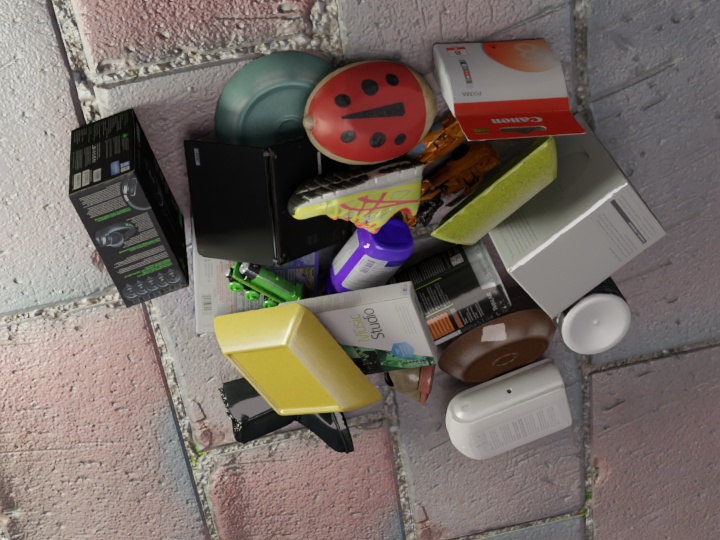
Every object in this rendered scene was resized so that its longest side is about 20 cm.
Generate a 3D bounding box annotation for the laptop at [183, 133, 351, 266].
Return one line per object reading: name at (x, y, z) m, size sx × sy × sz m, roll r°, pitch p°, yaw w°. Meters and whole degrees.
laptop at (-0.122, -0.109, 1.661) m, size 0.199 × 0.103 × 0.179 m, roll -22°, pitch 126°, yaw -29°

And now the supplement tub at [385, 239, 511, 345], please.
supplement tub at (0.112, 0.043, 1.797) m, size 0.199 × 0.123 × 0.123 m, roll -25°, pitch 125°, yaw 5°

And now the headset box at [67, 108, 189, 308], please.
headset box at (-0.300, -0.077, 1.594) m, size 0.092 × 0.175 × 0.201 m, roll -19°, pitch 125°, yaw 2°

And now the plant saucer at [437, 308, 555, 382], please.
plant saucer at (0.216, 0.124, 1.869) m, size 0.199 × 0.037 × 0.201 m, roll -17°, pitch 155°, yaw -8°

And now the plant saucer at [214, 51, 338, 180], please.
plant saucer at (-0.097, -0.196, 1.644) m, size 0.198 × 0.036 × 0.201 m, roll -6°, pitch 125°, yaw -9°

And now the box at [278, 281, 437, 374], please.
box at (-0.003, 0.091, 1.724) m, size 0.198 × 0.037 × 0.145 m, roll -9°, pitch 133°, yaw 16°

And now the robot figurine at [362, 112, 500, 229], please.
robot figurine at (0.090, -0.133, 1.712) m, size 0.199 × 0.058 × 0.145 m, roll -37°, pitch 122°, yaw 12°

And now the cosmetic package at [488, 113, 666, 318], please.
cosmetic package at (0.287, -0.077, 1.706) m, size 0.199 × 0.200 × 0.123 m, roll -37°, pitch 123°, yaw 13°

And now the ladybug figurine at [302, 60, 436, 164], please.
ladybug figurine at (0.019, -0.208, 1.604) m, size 0.199 × 0.072 × 0.137 m, roll -16°, pitch 102°, yaw -25°

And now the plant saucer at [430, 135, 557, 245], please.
plant saucer at (0.193, -0.104, 1.628) m, size 0.199 × 0.200 × 0.048 m, roll -39°, pitch 91°, yaw 13°

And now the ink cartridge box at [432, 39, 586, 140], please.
ink cartridge box at (0.190, -0.238, 1.577) m, size 0.161 × 0.201 × 0.051 m, roll -4°, pitch 123°, yaw -10°

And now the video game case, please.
video game case at (-0.151, -0.007, 1.752) m, size 0.179 × 0.046 × 0.201 m, roll -3°, pitch 124°, yaw -9°

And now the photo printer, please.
photo printer at (0.236, 0.230, 1.959) m, size 0.198 × 0.070 × 0.167 m, roll -22°, pitch 147°, yaw 3°

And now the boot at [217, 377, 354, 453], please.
boot at (-0.115, 0.229, 1.898) m, size 0.167 × 0.077 × 0.201 m, roll -24°, pitch 118°, yaw 0°

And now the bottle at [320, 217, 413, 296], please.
bottle at (0.000, 0.000, 1.746) m, size 0.083 × 0.066 × 0.200 m, roll 4°, pitch 146°, yaw -28°

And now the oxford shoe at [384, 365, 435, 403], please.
oxford shoe at (0.074, 0.158, 1.858) m, size 0.074 × 0.071 × 0.200 m, roll 10°, pitch 166°, yaw 3°

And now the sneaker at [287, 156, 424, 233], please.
sneaker at (-0.001, -0.087, 1.624) m, size 0.198 × 0.078 × 0.091 m, roll -14°, pitch 113°, yaw -19°

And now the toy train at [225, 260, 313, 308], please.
toy train at (-0.102, 0.039, 1.733) m, size 0.199 × 0.042 × 0.056 m, roll 30°, pitch 136°, yaw -27°

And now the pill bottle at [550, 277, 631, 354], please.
pill bottle at (0.313, 0.024, 1.780) m, size 0.105 × 0.201 × 0.107 m, roll -6°, pitch 123°, yaw -9°

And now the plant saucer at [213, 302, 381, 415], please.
plant saucer at (-0.100, 0.140, 1.725) m, size 0.199 × 0.049 × 0.200 m, roll -10°, pitch 127°, yaw 44°
